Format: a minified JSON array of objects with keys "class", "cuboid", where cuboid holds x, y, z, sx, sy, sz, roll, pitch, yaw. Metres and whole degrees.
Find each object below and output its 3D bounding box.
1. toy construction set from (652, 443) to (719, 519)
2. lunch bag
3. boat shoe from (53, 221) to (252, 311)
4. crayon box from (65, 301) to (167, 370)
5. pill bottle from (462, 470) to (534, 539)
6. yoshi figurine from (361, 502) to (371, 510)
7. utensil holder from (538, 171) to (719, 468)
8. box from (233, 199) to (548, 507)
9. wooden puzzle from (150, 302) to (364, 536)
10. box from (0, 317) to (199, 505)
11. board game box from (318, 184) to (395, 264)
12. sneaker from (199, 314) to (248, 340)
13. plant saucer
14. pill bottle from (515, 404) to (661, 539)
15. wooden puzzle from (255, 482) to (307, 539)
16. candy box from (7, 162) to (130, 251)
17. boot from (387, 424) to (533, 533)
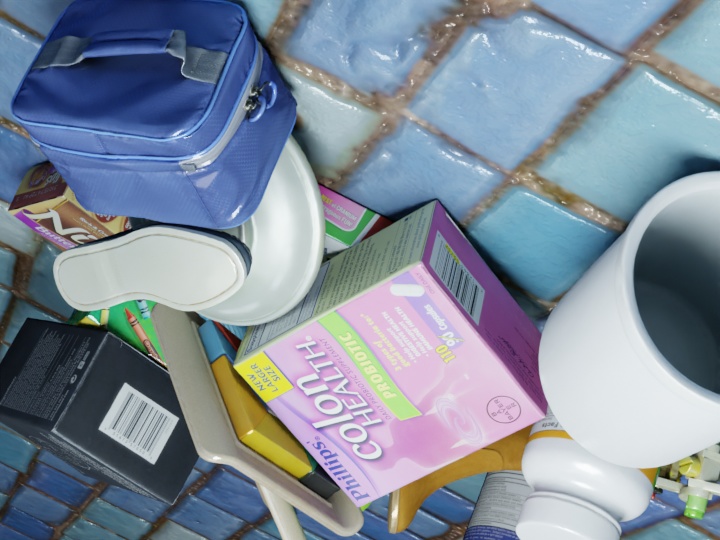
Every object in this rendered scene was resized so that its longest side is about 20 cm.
[{"class":"toy construction set","cuboid":[0.257,0.165,1.476,0.199,0.093,0.131,30,169,-2]},{"class":"lunch bag","cuboid":[-0.150,-0.124,1.213,0.198,0.137,0.133,6,151,27]},{"class":"boat shoe","cuboid":[-0.156,-0.005,1.284,0.199,0.062,0.075,-11,105,40]},{"class":"crayon box","cuboid":[-0.221,0.063,1.602,0.118,0.059,0.200,32,164,-12]},{"class":"pill bottle","cuboid":[0.166,0.234,1.565,0.111,0.201,0.112,19,155,10]},{"class":"yoshi figurine","cuboid":[-0.014,0.163,1.577,0.111,0.200,0.113,-7,119,0]},{"class":"utensil holder","cuboid":[0.233,0.044,1.178,0.169,0.171,0.200,25,158,-3]},{"class":"box","cuboid":[0.029,0.073,1.355,0.199,0.097,0.176,-28,114,27]},{"class":"wooden puzzle","cuboid":[-0.082,0.121,1.385,0.037,0.186,0.200,-40,136,15]},{"class":"box","cuboid":[-0.254,0.133,1.571,0.148,0.108,0.199,37,162,-30]},{"class":"board game box","cuboid":[0.000,0.000,1.440,0.199,0.041,0.153,27,155,-6]},{"class":"sneaker","cuboid":[-0.050,0.054,1.523,0.199,0.081,0.077,32,133,1]},{"class":"plant saucer","cuboid":[-0.123,-0.044,1.319,0.199,0.050,0.202,13,114,29]},{"class":"pill bottle","cuboid":[0.198,0.138,1.346,0.110,0.201,0.111,19,155,9]},{"class":"wooden puzzle","cuboid":[-0.095,0.163,1.580,0.200,0.046,0.187,-138,26,-74]},{"class":"candy box","cuboid":[-0.225,-0.030,1.561,0.200,0.057,0.116,38,154,-30]},{"class":"boot","cuboid":[0.106,0.167,1.486,0.143,0.202,0.071,15,138,3]}]
